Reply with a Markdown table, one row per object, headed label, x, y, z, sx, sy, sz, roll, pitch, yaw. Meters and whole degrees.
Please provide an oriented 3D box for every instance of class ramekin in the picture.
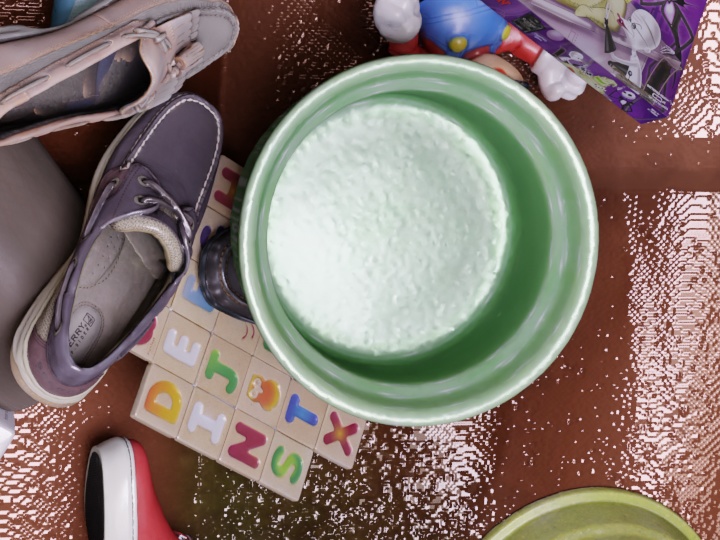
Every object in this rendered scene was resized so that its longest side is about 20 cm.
| label | x | y | z | sx | sy | sz | roll | pitch | yaw |
| --- | --- | --- | --- | --- | --- | --- | --- | --- | --- |
| ramekin | 0.022 | -0.020 | 1.193 | 0.200 | 0.098 | 0.200 | -1 | 96 | -13 |

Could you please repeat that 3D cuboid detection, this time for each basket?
| label | x | y | z | sx | sy | sz | roll | pitch | yaw |
| --- | --- | --- | --- | --- | --- | --- | --- | --- | --- |
| basket | -0.235 | -0.025 | 1.219 | 0.180 | 0.136 | 0.200 | -39 | 114 | 11 |

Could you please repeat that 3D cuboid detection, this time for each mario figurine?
| label | x | y | z | sx | sy | sz | roll | pitch | yaw |
| --- | --- | --- | --- | --- | --- | --- | --- | --- | --- |
| mario figurine | 0.074 | -0.139 | 1.270 | 0.123 | 0.106 | 0.200 | -12 | 103 | 3 |

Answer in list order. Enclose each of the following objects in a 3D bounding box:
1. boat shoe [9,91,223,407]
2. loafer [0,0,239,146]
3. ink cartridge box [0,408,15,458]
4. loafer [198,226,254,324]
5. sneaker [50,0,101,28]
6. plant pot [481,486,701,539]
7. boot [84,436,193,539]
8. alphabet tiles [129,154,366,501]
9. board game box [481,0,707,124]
| label | x | y | z | sx | sy | sz | roll | pitch | yaw |
| --- | --- | --- | --- | --- | --- | --- | --- | --- | --- |
| boat shoe | -0.121 | -0.015 | 1.181 | 0.072 | 0.065 | 0.200 | 40 | 63 | -23 |
| loafer | -0.140 | -0.104 | 1.161 | 0.200 | 0.063 | 0.072 | -19 | 136 | -37 |
| ink cartridge box | -0.322 | 0.094 | 1.251 | 0.200 | 0.085 | 0.146 | 31 | 95 | -16 |
| loafer | 0.000 | 0.000 | 1.276 | 0.200 | 0.072 | 0.073 | -1 | 91 | -34 |
| sneaker | -0.179 | -0.216 | 1.210 | 0.130 | 0.080 | 0.200 | 13 | 91 | -18 |
| plant pot | 0.167 | 0.261 | 1.355 | 0.200 | 0.184 | 0.201 | -3 | 105 | -12 |
| boot | -0.092 | 0.184 | 1.337 | 0.144 | 0.072 | 0.200 | -10 | 114 | -11 |
| alphabet tiles | -0.060 | 0.035 | 1.278 | 0.200 | 0.006 | 0.167 | 32 | 67 | -36 |
| board game box | 0.124 | -0.188 | 1.268 | 0.200 | 0.032 | 0.120 | 33 | 61 | -28 |
